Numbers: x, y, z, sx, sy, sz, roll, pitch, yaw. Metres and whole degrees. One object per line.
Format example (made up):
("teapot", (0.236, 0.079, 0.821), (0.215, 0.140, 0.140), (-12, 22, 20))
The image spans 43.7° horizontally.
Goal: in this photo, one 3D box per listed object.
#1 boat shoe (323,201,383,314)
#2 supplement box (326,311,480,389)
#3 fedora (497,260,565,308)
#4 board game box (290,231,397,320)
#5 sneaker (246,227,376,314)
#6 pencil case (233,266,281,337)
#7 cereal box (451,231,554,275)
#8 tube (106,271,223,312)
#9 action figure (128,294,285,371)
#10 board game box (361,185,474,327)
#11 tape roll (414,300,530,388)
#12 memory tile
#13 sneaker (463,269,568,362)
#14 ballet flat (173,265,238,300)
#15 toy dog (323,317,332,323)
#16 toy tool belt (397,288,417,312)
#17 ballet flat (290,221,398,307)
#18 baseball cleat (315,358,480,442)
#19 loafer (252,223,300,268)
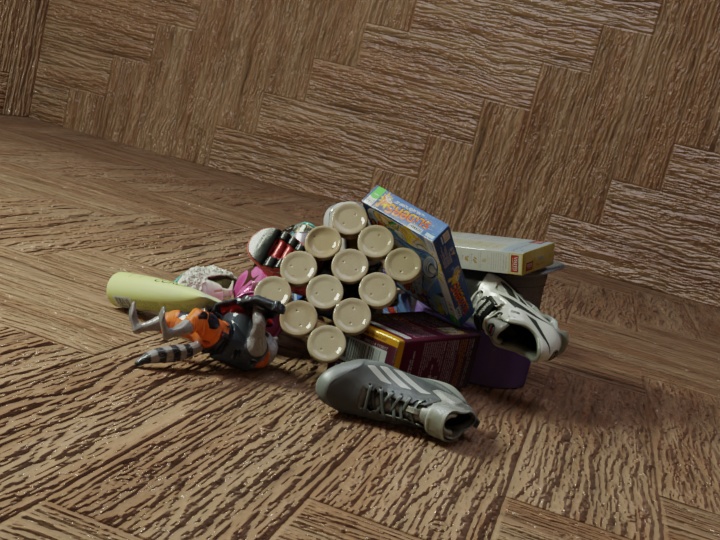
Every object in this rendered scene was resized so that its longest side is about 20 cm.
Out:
("boat shoe", (0.000, 0.000, 1.266), (0.071, 0.200, 0.070), (-9, 1, -28))
("supplement box", (0.062, 0.115, 1.246), (0.110, 0.086, 0.200), (21, 12, 37))
("fedora", (0.223, 0.030, 1.439), (0.200, 0.090, 0.177), (1, 9, -6))
("board game box", (-0.025, 0.024, 1.420), (0.200, 0.034, 0.136), (26, 39, -36))
("sneaker", (-0.060, 0.008, 1.246), (0.200, 0.074, 0.087), (27, -20, 12))
("pencil case", (-0.149, 0.045, 1.316), (0.091, 0.094, 0.200), (-3, 10, -7))
("cereal box", (0.181, -0.029, 1.378), (0.200, 0.040, 0.144), (8, 12, 30))
("tube", (-0.261, 0.035, 1.231), (0.200, 0.052, 0.058), (7, 28, 34))
("action figure", (-0.194, 0.087, 1.134), (0.193, 0.105, 0.200), (15, -20, -32))
("board game box", (0.083, -0.017, 1.257), (0.135, 0.034, 0.200), (33, -21, 36))
("tape roll", (0.176, 0.112, 1.431), (0.200, 0.085, 0.200), (13, 9, -2))
("memory tile", (-0.030, 0.013, 1.186), (0.153, 0.200, 0.017), (40, -18, 17))
("sneaker", (0.200, 0.064, 1.301), (0.200, 0.074, 0.088), (33, 29, 25))
("ballet flat", (-0.231, 0.027, 1.366), (0.072, 0.072, 0.200), (15, 11, 6))
("toy dog", (-0.062, 0.030, 1.547), (0.096, 0.132, 0.200), (-23, -8, 20))
("toy tool belt", (0.095, 0.047, 1.589), (0.123, 0.125, 0.200), (-21, -3, -5))
("ballet flat", (-0.032, 0.013, 1.326), (0.200, 0.072, 0.072), (38, 1, -19))
("baseball cleat", (0.051, 0.154, 1.061), (0.200, 0.070, 0.106), (9, 11, -24))
("loafer", (-0.140, -0.030, 1.511), (0.073, 0.071, 0.200), (8, -31, -30))
